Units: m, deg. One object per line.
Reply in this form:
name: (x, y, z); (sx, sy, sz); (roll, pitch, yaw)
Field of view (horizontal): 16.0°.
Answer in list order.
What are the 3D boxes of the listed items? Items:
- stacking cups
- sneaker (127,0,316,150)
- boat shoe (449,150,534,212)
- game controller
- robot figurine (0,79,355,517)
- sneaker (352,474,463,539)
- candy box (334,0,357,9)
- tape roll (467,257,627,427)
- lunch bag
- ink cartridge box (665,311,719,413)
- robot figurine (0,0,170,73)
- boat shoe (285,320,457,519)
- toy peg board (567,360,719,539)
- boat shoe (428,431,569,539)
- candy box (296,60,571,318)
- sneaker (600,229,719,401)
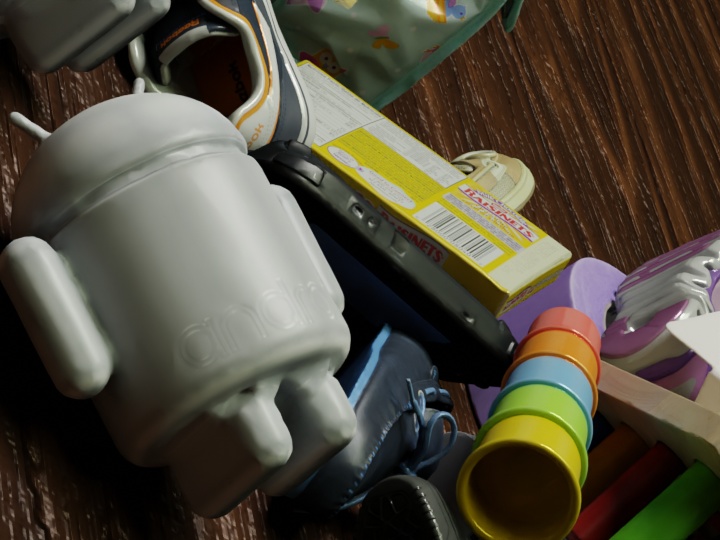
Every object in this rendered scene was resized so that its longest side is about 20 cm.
stacking cups: (0.094, 0.075, 1.288); (0.061, 0.060, 0.200); (52, 20, -7)
sneaker: (-0.093, -0.147, 1.402); (0.200, 0.078, 0.079); (61, 21, 16)
boat shoe: (0.050, -0.038, 1.561); (0.063, 0.073, 0.201); (50, 31, -6)
game controller: (0.000, 0.000, 1.368); (0.200, 0.104, 0.042); (42, 61, -27)
robot figurine: (-0.080, 0.006, 1.131); (0.169, 0.113, 0.200); (-14, 69, -48)
sneaker: (0.060, 0.195, 1.227); (0.104, 0.060, 0.200); (1, 71, -54)
candy box: (-0.062, -0.229, 1.515); (0.115, 0.055, 0.200); (44, -2, -28)
tape roll: (0.157, 0.098, 1.565); (0.200, 0.085, 0.200); (44, 24, -26)
lunch bag: (0.040, -0.208, 1.607); (0.122, 0.200, 0.170); (46, 22, -21)
ink cartridge box: (0.256, 0.104, 1.413); (0.117, 0.067, 0.200); (-10, 42, -41)
robot figurine: (-0.174, -0.193, 1.248); (0.200, 0.113, 0.170); (58, 16, 6)
boat shoe: (0.017, 0.077, 1.291); (0.069, 0.084, 0.200); (40, 24, -2)
toy peg board: (0.167, 0.161, 1.359); (0.200, 0.098, 0.199); (54, -11, -20)
boat shoe: (0.096, 0.171, 1.340); (0.065, 0.074, 0.200); (19, 42, -50)
candy box: (0.020, -0.049, 1.459); (0.200, 0.026, 0.102); (37, 23, 13)
sneaker: (0.200, 0.041, 1.530); (0.089, 0.080, 0.200); (57, 26, -9)
